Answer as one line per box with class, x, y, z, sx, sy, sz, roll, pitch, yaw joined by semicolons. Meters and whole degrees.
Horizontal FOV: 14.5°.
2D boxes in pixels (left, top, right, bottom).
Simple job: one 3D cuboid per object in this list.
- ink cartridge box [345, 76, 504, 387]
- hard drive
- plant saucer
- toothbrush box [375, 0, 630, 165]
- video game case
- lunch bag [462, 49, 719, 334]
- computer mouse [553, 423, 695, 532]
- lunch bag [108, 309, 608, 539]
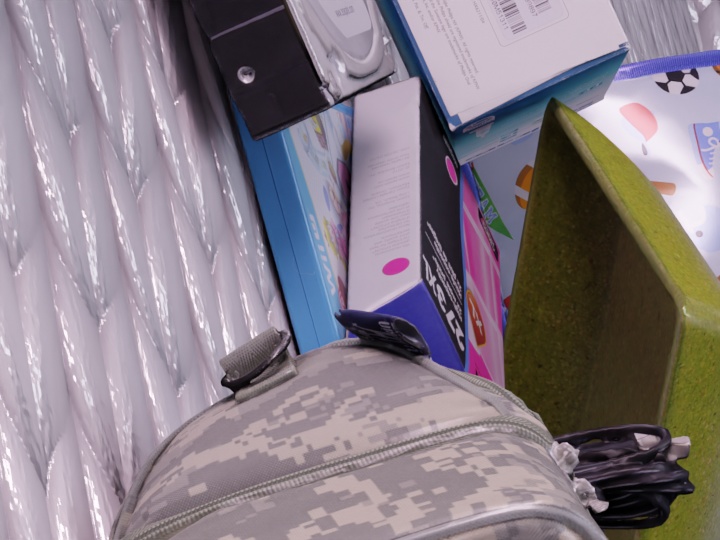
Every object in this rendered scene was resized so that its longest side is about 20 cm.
ink cartridge box;0.026;0.015;1.099;0.200;0.037;0.095;-85;154;-56
hard drive;-0.050;-0.151;1.024;0.200;0.038;0.140;65;13;-3
plant saucer;0.105;0.059;1.131;0.200;0.048;0.200;-113;-151;-62
toothbrush box;0.047;-0.133;1.242;0.200;0.085;0.147;71;-5;-86
video game case;0.000;0.000;1.122;0.200;0.018;0.143;13;61;-75
lunch bag;0.152;-0.015;1.431;0.124;0.200;0.170;124;-46;-67
computer mouse;0.052;0.104;0.994;0.200;0.138;0.053;71;7;-59
lunch bag;0.013;0.126;0.760;0.168;0.139;0.200;-122;-169;-73
